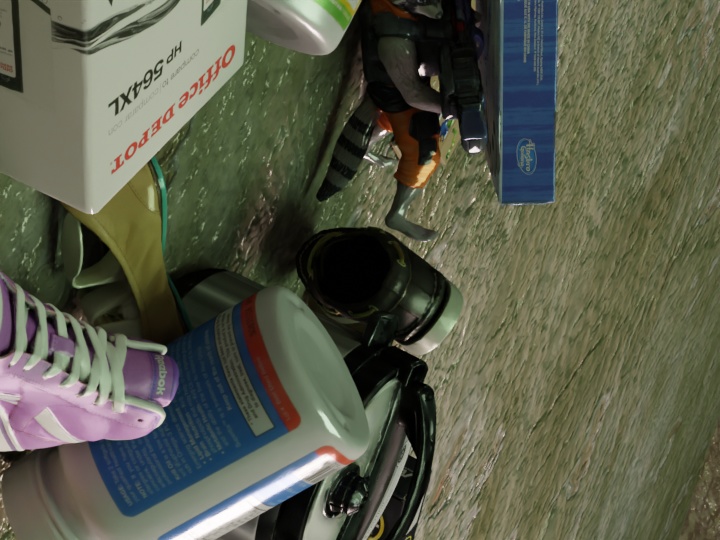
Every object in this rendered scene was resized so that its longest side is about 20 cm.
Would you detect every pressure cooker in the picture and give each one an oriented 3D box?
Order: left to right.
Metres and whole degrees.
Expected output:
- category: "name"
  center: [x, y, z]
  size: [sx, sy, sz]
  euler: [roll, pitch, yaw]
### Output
- category: "pressure cooker"
  center: [-0.052, 0.112, 1.396]
  size: [0.179, 0.199, 0.177]
  euler: [-49, 155, -40]

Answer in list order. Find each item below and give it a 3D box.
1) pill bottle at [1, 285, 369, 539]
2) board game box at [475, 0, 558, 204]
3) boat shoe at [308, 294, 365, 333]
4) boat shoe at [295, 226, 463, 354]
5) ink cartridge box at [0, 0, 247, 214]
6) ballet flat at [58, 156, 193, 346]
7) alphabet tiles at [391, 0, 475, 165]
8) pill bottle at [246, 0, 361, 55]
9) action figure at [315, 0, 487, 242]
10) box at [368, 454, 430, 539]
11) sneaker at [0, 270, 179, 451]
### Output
- category: "pill bottle"
  center: [-0.104, 0.102, 1.263]
  size: [0.199, 0.113, 0.112]
  euler: [-29, 166, 11]
- category: "board game box"
  center: [0.106, -0.171, 1.501]
  size: [0.199, 0.043, 0.202]
  euler: [-97, -174, -70]
- category: "boat shoe"
  center: [-0.002, 0.098, 1.638]
  size: [0.063, 0.073, 0.202]
  euler: [36, 54, -79]
- category: "boat shoe"
  center: [0.000, 0.000, 1.491]
  size: [0.060, 0.201, 0.072]
  euler: [36, 85, -27]
- category: "ink cartridge box"
  center: [-0.119, -0.151, 1.042]
  size: [0.146, 0.084, 0.201]
  euler: [-50, 156, -39]
- category: "ballet flat"
  center: [-0.139, -0.001, 1.253]
  size: [0.063, 0.069, 0.201]
  euler: [-27, 146, -16]
- category: "alphabet tiles"
  center: [0.081, -0.167, 1.716]
  size: [0.201, 0.006, 0.166]
  euler: [-62, 162, -8]
- category: "pill bottle"
  center: [-0.019, -0.228, 1.181]
  size: [0.201, 0.110, 0.111]
  euler: [-63, 162, -6]
- category: "action figure"
  center: [0.031, -0.118, 1.478]
  size: [0.201, 0.104, 0.195]
  euler: [-94, -170, -58]
- category: "box"
  center: [-0.042, 0.190, 1.590]
  size: [0.049, 0.160, 0.201]
  euler: [-42, 153, -47]
- category: "sneaker"
  center: [-0.154, 0.039, 1.131]
  size: [0.201, 0.113, 0.073]
  euler: [75, 15, -70]
